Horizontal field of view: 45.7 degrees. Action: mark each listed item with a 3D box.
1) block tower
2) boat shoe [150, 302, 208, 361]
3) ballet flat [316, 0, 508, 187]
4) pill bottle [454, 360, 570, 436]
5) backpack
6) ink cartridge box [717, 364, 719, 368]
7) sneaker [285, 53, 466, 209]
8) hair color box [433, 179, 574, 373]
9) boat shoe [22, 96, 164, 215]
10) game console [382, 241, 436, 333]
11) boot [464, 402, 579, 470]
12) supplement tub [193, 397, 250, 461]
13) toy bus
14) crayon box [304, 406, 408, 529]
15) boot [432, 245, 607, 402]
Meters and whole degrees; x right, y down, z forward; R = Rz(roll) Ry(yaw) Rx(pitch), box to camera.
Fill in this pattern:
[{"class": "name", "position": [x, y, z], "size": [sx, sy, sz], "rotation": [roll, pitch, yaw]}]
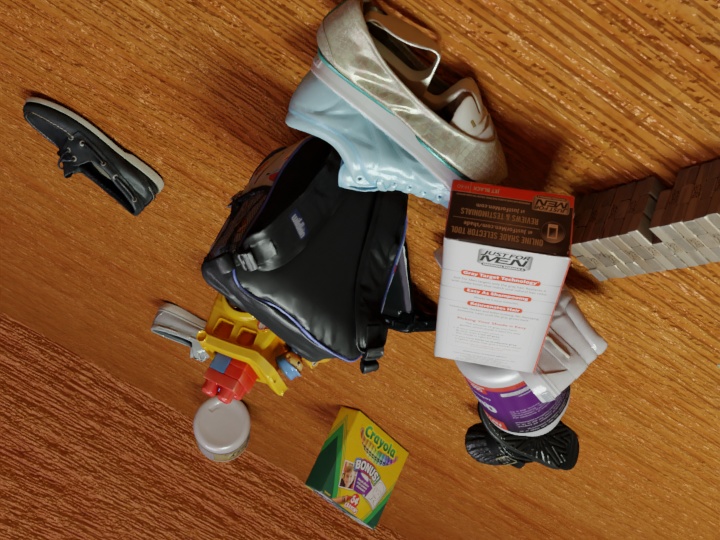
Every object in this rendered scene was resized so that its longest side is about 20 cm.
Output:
[{"class": "block tower", "position": [0.244, -0.039, 0.656], "size": [0.054, 0.059, 0.199], "rotation": [36, 157, -22]}, {"class": "boat shoe", "position": [-0.309, 0.137, 1.637], "size": [0.198, 0.072, 0.070], "rotation": [28, 158, -1]}, {"class": "ballet flat", "position": [0.054, -0.135, 0.657], "size": [0.198, 0.068, 0.062], "rotation": [33, 129, -21]}, {"class": "pill bottle", "position": [0.181, 0.118, 0.991], "size": [0.111, 0.114, 0.201], "rotation": [12, 153, 31]}, {"class": "backpack", "position": [-0.046, -0.028, 0.830], "size": [0.199, 0.193, 0.153], "rotation": [41, 159, -31]}, {"class": "ink cartridge box", "position": [0.428, 0.108, 0.741], "size": [0.103, 0.060, 0.199], "rotation": [39, 169, -28]}, {"class": "sneaker", "position": [0.023, -0.094, 0.725], "size": [0.199, 0.082, 0.074], "rotation": [39, -163, -8]}, {"class": "hair color box", "position": [0.118, 0.012, 0.735], "size": [0.099, 0.062, 0.201], "rotation": [9, 150, 7]}, {"class": "boat shoe", "position": [-0.350, -0.140, 1.088], "size": [0.198, 0.067, 0.074], "rotation": [37, 156, -23]}, {"class": "game console", "position": [0.000, 0.000, 1.065], "size": [0.197, 0.119, 0.175], "rotation": [13, -175, 31]}, {"class": "boot", "position": [0.206, 0.236, 1.264], "size": [0.210, 0.080, 0.157], "rotation": [39, 155, -28]}, {"class": "supplement tub", "position": [-0.350, 0.405, 2.169], "size": [0.142, 0.146, 0.201], "rotation": [25, 158, 2]}, {"class": "toy bus", "position": [-0.139, 0.113, 1.238], "size": [0.197, 0.194, 0.136], "rotation": [17, 155, 19]}, {"class": "crayon box", "position": [-0.003, 0.403, 1.736], "size": [0.058, 0.175, 0.200], "rotation": [8, 152, 43]}, {"class": "boot", "position": [0.164, 0.030, 0.875], "size": [0.201, 0.095, 0.073], "rotation": [53, -173, 24]}]
